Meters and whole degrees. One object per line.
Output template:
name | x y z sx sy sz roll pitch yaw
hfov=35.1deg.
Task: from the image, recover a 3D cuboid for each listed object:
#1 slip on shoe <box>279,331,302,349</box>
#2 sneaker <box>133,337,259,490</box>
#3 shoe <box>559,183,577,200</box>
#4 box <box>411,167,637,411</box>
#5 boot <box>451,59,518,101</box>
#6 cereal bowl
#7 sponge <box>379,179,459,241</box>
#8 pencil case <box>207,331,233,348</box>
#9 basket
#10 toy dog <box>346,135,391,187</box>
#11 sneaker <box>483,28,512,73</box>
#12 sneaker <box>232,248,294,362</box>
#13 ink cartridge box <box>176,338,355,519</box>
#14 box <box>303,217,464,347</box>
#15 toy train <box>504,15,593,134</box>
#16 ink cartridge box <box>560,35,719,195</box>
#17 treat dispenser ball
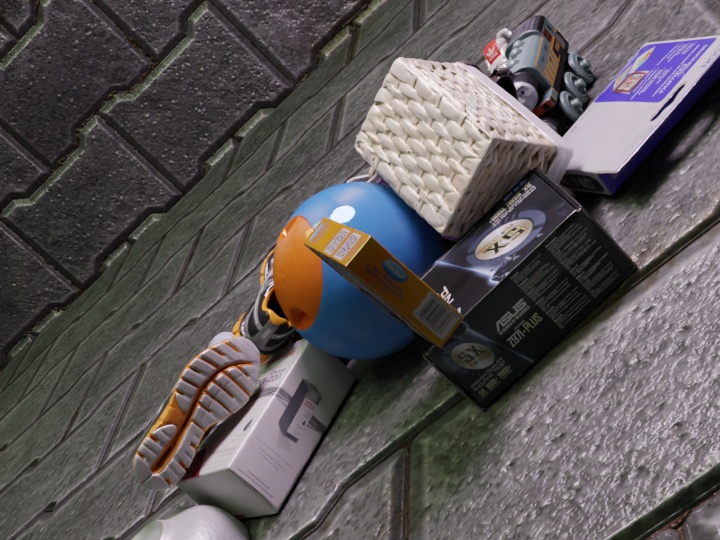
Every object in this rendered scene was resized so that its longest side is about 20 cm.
slip on shoe | -0.094 0.038 1.496 0.060 0.076 0.201 -21 44 45
sneaker | -0.194 0.158 1.313 0.200 0.078 0.077 -50 10 -10
shoe | 0.177 -0.078 1.298 0.070 0.053 0.200 -50 17 -11
box | 0.145 0.013 1.109 0.200 0.086 0.164 -44 18 9
boot | 0.148 -0.158 1.376 0.069 0.201 0.174 -12 23 -10
cereal bowl | -0.218 0.338 1.258 0.200 0.083 0.200 -41 18 16
sponge | 0.077 -0.091 1.485 0.200 0.111 0.030 -95 16 -68
pencil case | -0.199 0.174 1.580 0.200 0.083 0.091 -70 -12 -53
basket | 0.105 -0.131 1.232 0.200 0.123 0.136 47 120 39
toy dog | 0.047 -0.167 1.432 0.132 0.097 0.200 -36 20 -19
sneaker | 0.203 -0.272 1.614 0.070 0.093 0.200 -33 21 39
sneaker | -0.088 0.025 1.404 0.077 0.078 0.200 -44 18 44
ink cartridge box | -0.111 0.187 1.343 0.145 0.085 0.200 -24 26 52
box | 0.015 0.005 1.090 0.042 0.119 0.200 -50 17 -2
toy train | 0.229 -0.240 1.439 0.085 0.114 0.200 -35 20 36
ink cartridge box | 0.301 -0.166 1.214 0.198 0.043 0.200 -48 14 -4
treat dispenser ball | 0.000 0.000 1.295 0.201 0.201 0.201 -42 17 16
